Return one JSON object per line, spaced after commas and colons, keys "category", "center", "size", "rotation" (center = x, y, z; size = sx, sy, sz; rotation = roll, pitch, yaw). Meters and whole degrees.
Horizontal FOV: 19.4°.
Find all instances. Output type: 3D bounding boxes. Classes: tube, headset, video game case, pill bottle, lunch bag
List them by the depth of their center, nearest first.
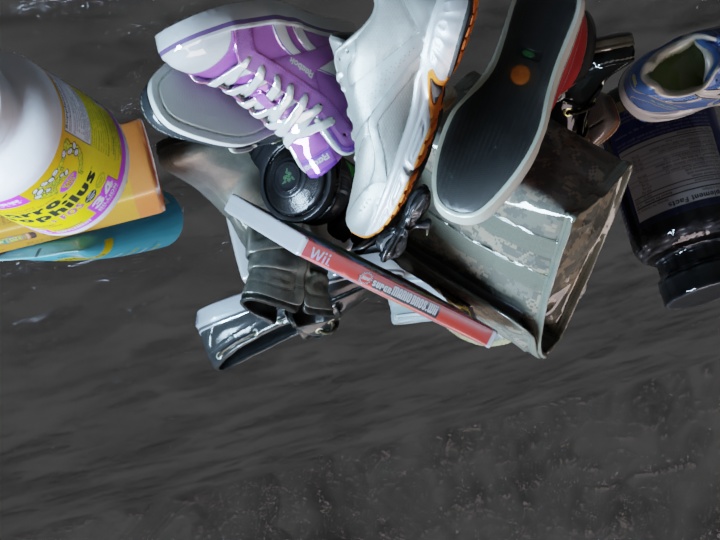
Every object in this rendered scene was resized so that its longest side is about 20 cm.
{"category": "pill bottle", "center": [-0.238, -0.090, 1.443], "size": [0.103, 0.105, 0.200], "rotation": [-18, 167, 12]}
{"category": "headset", "center": [-0.010, -0.068, 1.641], "size": [0.123, 0.200, 0.094], "rotation": [23, 107, -35]}
{"category": "video game case", "center": [0.000, 0.000, 1.687], "size": [0.199, 0.018, 0.143], "rotation": [26, -177, -31]}
{"category": "lunch bag", "center": [0.108, -0.031, 1.725], "size": [0.117, 0.163, 0.201], "rotation": [-41, 155, -40]}
{"category": "tube", "center": [-0.214, -0.030, 1.743], "size": [0.077, 0.051, 0.200], "rotation": [-11, -175, 25]}
{"category": "pill bottle", "center": [0.289, -0.072, 1.927], "size": [0.111, 0.202, 0.112], "rotation": [-15, 167, -3]}

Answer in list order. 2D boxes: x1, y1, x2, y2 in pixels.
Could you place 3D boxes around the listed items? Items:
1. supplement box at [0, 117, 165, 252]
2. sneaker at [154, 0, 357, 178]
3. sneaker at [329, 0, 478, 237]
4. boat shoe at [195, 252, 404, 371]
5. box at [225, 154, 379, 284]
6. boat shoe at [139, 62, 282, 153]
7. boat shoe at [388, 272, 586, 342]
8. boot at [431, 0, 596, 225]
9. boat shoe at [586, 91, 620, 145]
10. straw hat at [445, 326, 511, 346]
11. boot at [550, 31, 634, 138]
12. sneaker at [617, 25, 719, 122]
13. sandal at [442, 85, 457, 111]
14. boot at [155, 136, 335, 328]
{"category": "supplement box", "center": [-0.256, -0.058, 1.646], "size": [0.198, 0.069, 0.067], "rotation": [-16, 167, -5]}
{"category": "sneaker", "center": [-0.055, -0.125, 1.495], "size": [0.072, 0.115, 0.200], "rotation": [-24, 164, 40]}
{"category": "sneaker", "center": [0.014, -0.124, 1.483], "size": [0.091, 0.201, 0.076], "rotation": [20, -164, 5]}
{"category": "boat shoe", "center": [-0.049, 0.036, 1.868], "size": [0.199, 0.057, 0.069], "rotation": [-18, 166, 14]}
{"category": "box", "center": [-0.015, -0.050, 1.897], "size": [0.198, 0.098, 0.124], "rotation": [-15, 167, 1]}
{"category": "boat shoe", "center": [-0.096, -0.118, 1.551], "size": [0.060, 0.076, 0.199], "rotation": [-23, 168, 38]}
{"category": "boat shoe", "center": [0.110, 0.028, 1.854], "size": [0.200, 0.072, 0.070], "rotation": [3, -178, 37]}
{"category": "boot", "center": [0.124, -0.120, 1.611], "size": [0.072, 0.201, 0.144], "rotation": [26, 179, 15]}
{"category": "boat shoe", "center": [0.160, -0.119, 1.888], "size": [0.071, 0.076, 0.199], "rotation": [-10, 175, -42]}
{"category": "straw hat", "center": [0.119, -0.038, 1.982], "size": [0.200, 0.202, 0.085], "rotation": [-22, 143, 27]}
{"category": "boot", "center": [0.179, -0.101, 1.764], "size": [0.073, 0.155, 0.203], "rotation": [-13, 171, -34]}
{"category": "sneaker", "center": [0.321, -0.174, 1.814], "size": [0.198, 0.076, 0.077], "rotation": [-17, 172, 2]}
{"category": "sandal", "center": [0.023, -0.145, 1.621], "size": [0.077, 0.070, 0.212], "rotation": [-34, -173, 6]}
{"category": "boot", "center": [-0.087, -0.031, 1.743], "size": [0.067, 0.132, 0.199], "rotation": [-17, 152, 40]}
